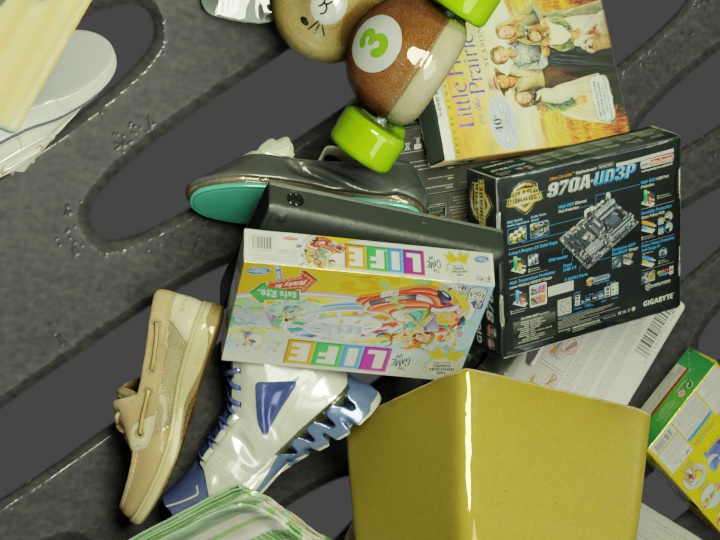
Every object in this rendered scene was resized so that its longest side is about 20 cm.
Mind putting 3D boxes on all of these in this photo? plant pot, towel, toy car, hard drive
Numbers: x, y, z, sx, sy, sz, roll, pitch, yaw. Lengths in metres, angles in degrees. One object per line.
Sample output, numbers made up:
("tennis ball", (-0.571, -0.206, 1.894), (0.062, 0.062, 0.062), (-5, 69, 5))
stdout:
("plant pot", (0.109, 0.217, 1.645), (0.193, 0.195, 0.201), (14, 66, -27))
("towel", (-0.104, 0.251, 1.689), (0.152, 0.024, 0.200), (-28, 142, 17))
("toy car", (-0.017, -0.202, 1.552), (0.199, 0.158, 0.165), (33, 99, -4))
("hard drive", (0.000, 0.000, 1.620), (0.199, 0.033, 0.140), (12, 140, -16))

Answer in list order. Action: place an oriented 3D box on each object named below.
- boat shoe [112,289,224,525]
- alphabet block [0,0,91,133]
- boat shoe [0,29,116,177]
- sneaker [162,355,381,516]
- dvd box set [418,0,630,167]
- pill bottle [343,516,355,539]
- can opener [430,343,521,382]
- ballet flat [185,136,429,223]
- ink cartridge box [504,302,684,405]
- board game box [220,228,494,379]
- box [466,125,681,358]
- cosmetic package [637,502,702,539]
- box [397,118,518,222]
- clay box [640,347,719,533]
("boat shoe", (-0.169, 0.111, 1.628), (0.064, 0.071, 0.201), (18, 104, -2))
("alphabet block", (-0.289, -0.238, 1.323), (0.196, 0.195, 0.201), (30, 90, -40))
("boat shoe", (-0.265, -0.105, 1.479), (0.200, 0.071, 0.070), (-38, 152, -21))
("sneaker", (-0.094, 0.119, 1.675), (0.199, 0.081, 0.115), (-35, 99, 2))
("dvd box set", (0.132, -0.171, 1.698), (0.199, 0.029, 0.147), (-8, 84, -31))
("pill bottle", (0.028, 0.279, 1.792), (0.109, 0.109, 0.201), (20, 96, -38))
("can opener", (0.108, 0.089, 1.786), (0.201, 0.053, 0.067), (-55, 160, 19))
("ballet flat", (-0.043, -0.072, 1.625), (0.198, 0.073, 0.074), (4, 108, -5))
("ink cartridge box", (0.195, 0.078, 1.867), (0.176, 0.045, 0.201), (32, 89, -39))
("board game box", (-0.005, 0.030, 1.590), (0.198, 0.034, 0.135), (5, 142, -9))
("box", (0.186, -0.026, 1.700), (0.199, 0.046, 0.160), (-15, 112, -28))
("cosmetic package", (0.207, 0.330, 1.899), (0.199, 0.165, 0.166), (-16, 116, -29))
("box", (0.088, -0.065, 1.736), (0.199, 0.048, 0.160), (-11, 115, -30))
("clay box", (0.357, 0.182, 2.016), (0.115, 0.048, 0.200), (-50, 129, -8))
